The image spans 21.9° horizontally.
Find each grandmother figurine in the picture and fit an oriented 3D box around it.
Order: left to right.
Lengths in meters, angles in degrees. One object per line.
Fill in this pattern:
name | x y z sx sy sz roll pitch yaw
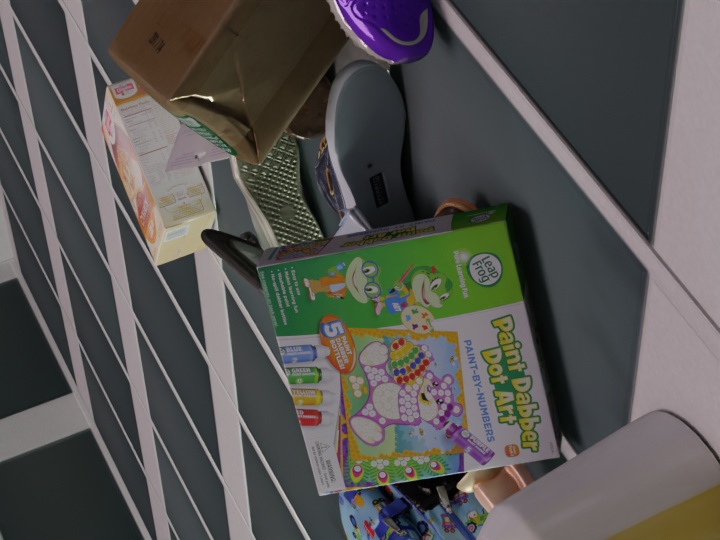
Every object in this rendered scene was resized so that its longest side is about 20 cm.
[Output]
grandmother figurine | 0.155 0.232 1.455 0.200 0.121 0.061 52 121 20

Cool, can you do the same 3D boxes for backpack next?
backpack | 0.087 0.258 1.606 0.200 0.134 0.183 46 153 47

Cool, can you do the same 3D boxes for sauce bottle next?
sauce bottle | -0.085 -0.185 1.757 0.200 0.066 0.066 42 148 55

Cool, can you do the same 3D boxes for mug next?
mug | 0.168 0.195 1.236 0.187 0.153 0.150 -147 41 -63

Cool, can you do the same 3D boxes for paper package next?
paper package | -0.102 -0.208 1.552 0.103 0.191 0.200 33 -178 -30

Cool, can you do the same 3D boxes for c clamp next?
c clamp | -0.080 0.004 1.919 0.171 0.027 0.200 23 -166 -45

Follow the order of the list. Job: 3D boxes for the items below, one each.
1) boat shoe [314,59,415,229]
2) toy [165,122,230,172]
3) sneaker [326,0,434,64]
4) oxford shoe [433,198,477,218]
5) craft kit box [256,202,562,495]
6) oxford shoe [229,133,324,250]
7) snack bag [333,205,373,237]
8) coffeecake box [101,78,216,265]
boat shoe | -0.008 -0.105 1.589 0.091 0.071 0.201 46 154 45
toy | -0.099 -0.175 1.673 0.115 0.047 0.201 -8 60 56
sneaker | 0.008 -0.252 1.375 0.201 0.069 0.099 69 161 1
oxford shoe | 0.060 0.039 1.475 0.071 0.073 0.201 23 123 25
craft kit box | 0.040 0.064 1.433 0.049 0.197 0.201 -75 -29 -69
oxford shoe | -0.091 -0.087 1.880 0.058 0.075 0.201 22 135 65
snack bag | 0.038 0.042 1.615 0.200 0.021 0.189 50 163 4
coffeecake box | -0.258 -0.128 2.359 0.154 0.073 0.201 120 128 -70
